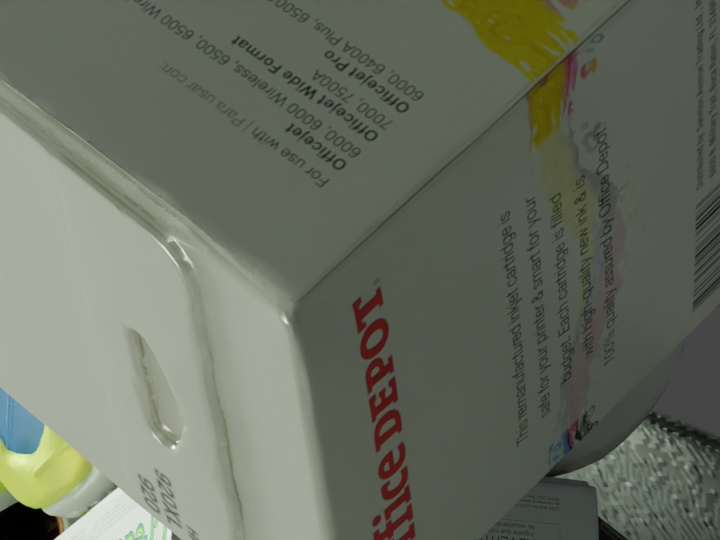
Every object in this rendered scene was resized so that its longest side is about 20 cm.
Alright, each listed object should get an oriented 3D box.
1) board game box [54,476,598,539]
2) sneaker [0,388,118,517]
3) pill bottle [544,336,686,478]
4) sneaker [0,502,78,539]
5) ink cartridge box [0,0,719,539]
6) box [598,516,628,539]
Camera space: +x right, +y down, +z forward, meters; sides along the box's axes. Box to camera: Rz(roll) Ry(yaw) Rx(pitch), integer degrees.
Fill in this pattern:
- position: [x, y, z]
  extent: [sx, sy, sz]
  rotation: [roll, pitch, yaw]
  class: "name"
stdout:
- position: [-0.029, 0.096, 0.856]
  extent: [0.125, 0.035, 0.200]
  rotation: [7, 159, -21]
  class: "board game box"
- position: [-0.115, 0.019, 0.903]
  extent: [0.105, 0.076, 0.200]
  rotation: [59, 154, -10]
  class: "sneaker"
- position: [0.000, 0.000, 0.885]
  extent: [0.200, 0.114, 0.114]
  rotation: [2, 129, 58]
  class: "pill bottle"
- position: [-0.116, 0.075, 1.065]
  extent: [0.085, 0.199, 0.073]
  rotation: [44, 124, 24]
  class: "sneaker"
- position: [0.007, -0.044, 0.696]
  extent: [0.144, 0.200, 0.148]
  rotation: [35, 153, 28]
  class: "ink cartridge box"
- position: [0.103, 0.138, 0.943]
  extent: [0.200, 0.050, 0.158]
  rotation: [36, 172, 27]
  class: "box"
